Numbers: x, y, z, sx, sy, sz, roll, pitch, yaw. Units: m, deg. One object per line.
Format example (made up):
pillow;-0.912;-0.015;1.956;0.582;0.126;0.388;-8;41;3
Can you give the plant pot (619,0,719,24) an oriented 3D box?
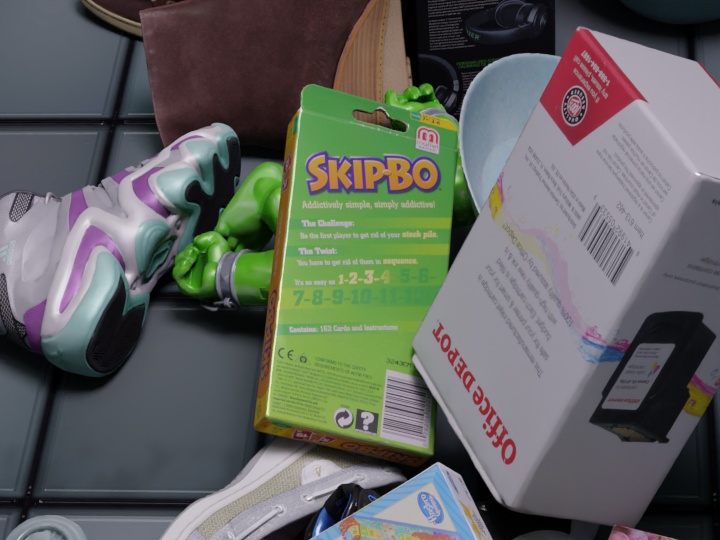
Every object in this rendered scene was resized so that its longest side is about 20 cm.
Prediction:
plant pot;0.214;-0.243;1.617;0.199;0.135;0.201;-2;42;2

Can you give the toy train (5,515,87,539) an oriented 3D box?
toy train;-0.213;0.178;1.229;0.199;0.085;0.114;9;55;12

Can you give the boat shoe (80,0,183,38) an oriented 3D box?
boat shoe;-0.100;-0.193;1.635;0.199;0.072;0.072;17;46;22

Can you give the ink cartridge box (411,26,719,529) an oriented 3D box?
ink cartridge box;0.121;0.005;1.221;0.082;0.201;0.146;12;28;-30

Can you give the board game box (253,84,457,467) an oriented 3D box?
board game box;0.000;0.000;1.319;0.095;0.030;0.201;14;66;-17

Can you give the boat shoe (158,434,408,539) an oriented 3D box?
boat shoe;-0.053;0.150;1.248;0.065;0.075;0.202;22;39;25

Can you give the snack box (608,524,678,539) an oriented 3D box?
snack box;0.189;0.220;1.150;0.199;0.068;0.169;13;46;16

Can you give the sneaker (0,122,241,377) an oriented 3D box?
sneaker;-0.167;-0.033;1.457;0.139;0.078;0.200;17;46;22

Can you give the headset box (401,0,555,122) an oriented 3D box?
headset box;0.067;-0.226;1.562;0.092;0.201;0.175;-6;42;-3

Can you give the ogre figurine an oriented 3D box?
ogre figurine;-0.003;-0.032;1.429;0.199;0.099;0.120;-17;31;-34

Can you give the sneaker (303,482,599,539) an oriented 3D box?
sneaker;0.040;0.130;1.220;0.073;0.112;0.200;-25;19;50

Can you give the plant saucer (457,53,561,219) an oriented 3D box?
plant saucer;0.126;-0.031;1.406;0.200;0.039;0.202;22;49;-28

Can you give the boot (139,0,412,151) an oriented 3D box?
boot;-0.056;-0.170;1.522;0.165;0.201;0.072;-6;11;1

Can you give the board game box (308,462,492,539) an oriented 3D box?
board game box;0.026;0.207;1.108;0.134;0.034;0.201;-31;66;11
